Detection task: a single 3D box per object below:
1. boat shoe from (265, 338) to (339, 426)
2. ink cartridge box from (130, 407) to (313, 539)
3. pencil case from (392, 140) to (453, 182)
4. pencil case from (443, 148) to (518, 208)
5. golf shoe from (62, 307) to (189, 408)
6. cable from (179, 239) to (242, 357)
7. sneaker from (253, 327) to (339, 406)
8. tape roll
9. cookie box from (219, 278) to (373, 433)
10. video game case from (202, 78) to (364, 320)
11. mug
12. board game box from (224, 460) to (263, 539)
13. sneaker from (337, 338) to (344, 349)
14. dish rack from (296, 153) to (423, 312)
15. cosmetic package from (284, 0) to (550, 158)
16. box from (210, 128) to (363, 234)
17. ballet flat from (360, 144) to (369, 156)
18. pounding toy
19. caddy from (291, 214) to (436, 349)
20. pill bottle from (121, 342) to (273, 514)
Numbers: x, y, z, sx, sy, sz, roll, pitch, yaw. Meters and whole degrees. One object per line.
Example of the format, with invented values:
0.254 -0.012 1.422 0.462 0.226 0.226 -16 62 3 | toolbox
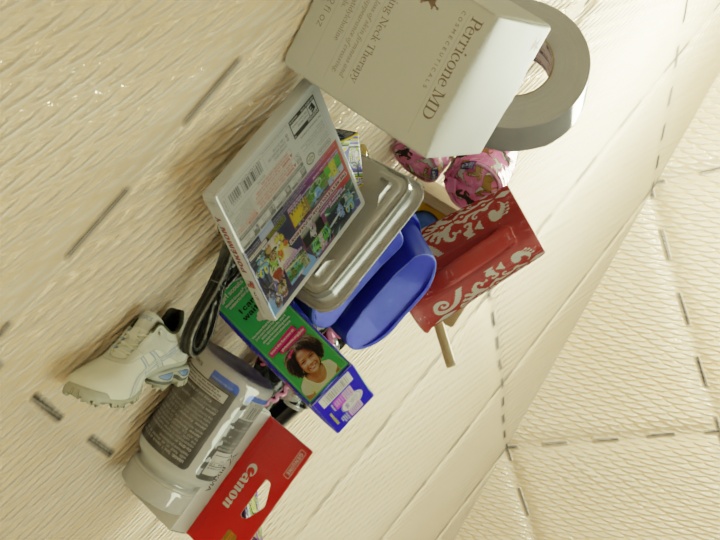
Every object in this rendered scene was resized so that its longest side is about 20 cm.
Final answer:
-0.099 0.177 1.825 0.200 0.066 0.072 -43 132 12 | boat shoe
-0.186 0.265 1.662 0.201 0.176 0.045 -55 149 0 | ink cartridge box
0.133 -0.214 1.760 0.200 0.086 0.083 -47 128 -21 | pencil case
0.182 -0.167 1.839 0.083 0.087 0.200 -30 -160 32 | pencil case
-0.258 0.091 1.395 0.200 0.078 0.098 -22 127 -66 | golf shoe
-0.148 0.006 1.453 0.097 0.050 0.201 86 25 -59 | cable
-0.110 0.103 1.748 0.200 0.079 0.096 -46 122 -13 | sneaker
0.202 -0.259 1.661 0.200 0.200 0.066 -49 160 -14 | tape roll
-0.087 0.095 1.567 0.075 0.200 0.171 -45 160 -6 | cookie box
-0.078 -0.078 1.372 0.200 0.023 0.183 -54 138 -33 | video game case
0.147 -0.009 1.710 0.199 0.178 0.134 -30 122 7 | mug
-0.168 0.275 1.744 0.032 0.201 0.120 -12 157 7 | board game box
-0.038 0.057 1.842 0.200 0.072 0.073 -54 -156 27 | sneaker
-0.034 -0.060 1.531 0.200 0.171 0.044 -51 133 -8 | dish rack
0.063 -0.244 1.358 0.166 0.200 0.168 -13 134 -62 | cosmetic package
-0.080 -0.101 1.437 0.200 0.064 0.071 -32 125 -46 | box
-0.027 -0.068 1.651 0.201 0.063 0.069 -61 158 17 | ballet flat
0.111 -0.001 1.850 0.201 0.183 0.142 -60 180 16 | pounding toy
0.000 0.000 1.601 0.141 0.105 0.200 35 102 -34 | caddy
-0.210 0.203 1.601 0.201 0.114 0.114 -55 161 3 | pill bottle
